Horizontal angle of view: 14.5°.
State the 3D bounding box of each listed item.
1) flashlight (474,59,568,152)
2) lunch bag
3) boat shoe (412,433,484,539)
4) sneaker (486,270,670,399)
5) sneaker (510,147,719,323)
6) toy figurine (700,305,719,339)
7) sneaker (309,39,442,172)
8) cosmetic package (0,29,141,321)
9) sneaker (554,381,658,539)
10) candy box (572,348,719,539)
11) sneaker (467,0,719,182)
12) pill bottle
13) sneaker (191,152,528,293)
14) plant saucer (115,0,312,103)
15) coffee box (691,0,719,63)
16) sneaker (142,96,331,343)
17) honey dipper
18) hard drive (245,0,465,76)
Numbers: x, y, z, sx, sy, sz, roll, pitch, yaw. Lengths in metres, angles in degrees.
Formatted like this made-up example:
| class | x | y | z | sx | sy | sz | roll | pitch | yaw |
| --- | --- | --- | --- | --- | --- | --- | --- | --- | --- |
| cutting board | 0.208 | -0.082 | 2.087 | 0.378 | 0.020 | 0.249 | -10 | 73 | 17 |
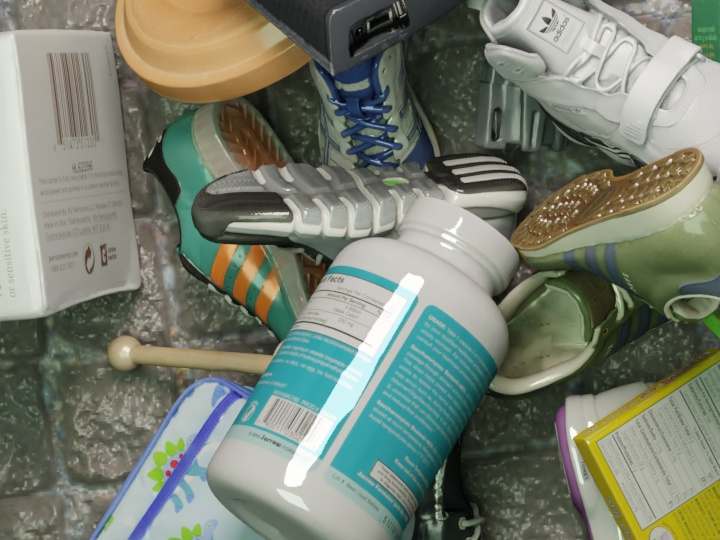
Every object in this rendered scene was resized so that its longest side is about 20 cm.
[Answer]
| class | x | y | z | sx | sy | sz | roll | pitch | yaw |
| --- | --- | --- | --- | --- | --- | --- | --- | --- | --- |
| flashlight | 0.110 | -0.172 | 1.654 | 0.067 | 0.068 | 0.201 | 6 | 101 | 12 |
| lunch bag | -0.080 | 0.173 | 1.641 | 0.161 | 0.082 | 0.200 | 33 | 86 | 30 |
| boat shoe | 0.046 | 0.168 | 1.696 | 0.060 | 0.076 | 0.201 | 13 | 109 | 14 |
| sneaker | 0.144 | 0.012 | 1.633 | 0.200 | 0.090 | 0.067 | -37 | 83 | 15 |
| sneaker | 0.153 | -0.006 | 1.523 | 0.067 | 0.200 | 0.090 | -45 | 101 | -19 |
| toy figurine | 0.311 | 0.024 | 1.568 | 0.184 | 0.150 | 0.200 | -44 | 113 | 5 |
| sneaker | -0.002 | -0.101 | 1.676 | 0.075 | 0.088 | 0.201 | -11 | 93 | 14 |
| cosmetic package | -0.259 | -0.052 | 1.711 | 0.199 | 0.167 | 0.167 | -6 | 94 | 17 |
| sneaker | 0.182 | 0.160 | 1.653 | 0.099 | 0.075 | 0.201 | -16 | 96 | 3 |
| candy box | 0.208 | 0.156 | 1.622 | 0.102 | 0.026 | 0.201 | -31 | 102 | -19 |
| sneaker | 0.138 | -0.106 | 1.532 | 0.075 | 0.115 | 0.200 | -57 | 35 | -5 |
| pill bottle | 0.009 | 0.060 | 1.553 | 0.111 | 0.111 | 0.200 | 29 | 74 | 11 |
| sneaker | 0.000 | 0.000 | 1.640 | 0.199 | 0.075 | 0.116 | -4 | 116 | -15 |
| plant saucer | -0.062 | -0.186 | 1.647 | 0.200 | 0.032 | 0.201 | -22 | 46 | 24 |
| coffee box | 0.248 | -0.097 | 1.598 | 0.122 | 0.044 | 0.201 | -2 | 95 | -21 |
| sneaker | -0.059 | -0.006 | 1.716 | 0.080 | 0.071 | 0.201 | -27 | 93 | 36 |
| honey dipper | -0.081 | 0.053 | 1.702 | 0.199 | 0.038 | 0.038 | 5 | 97 | 42 |
| hard drive | 0.021 | -0.201 | 1.562 | 0.200 | 0.042 | 0.135 | -35 | 59 | -22 |
